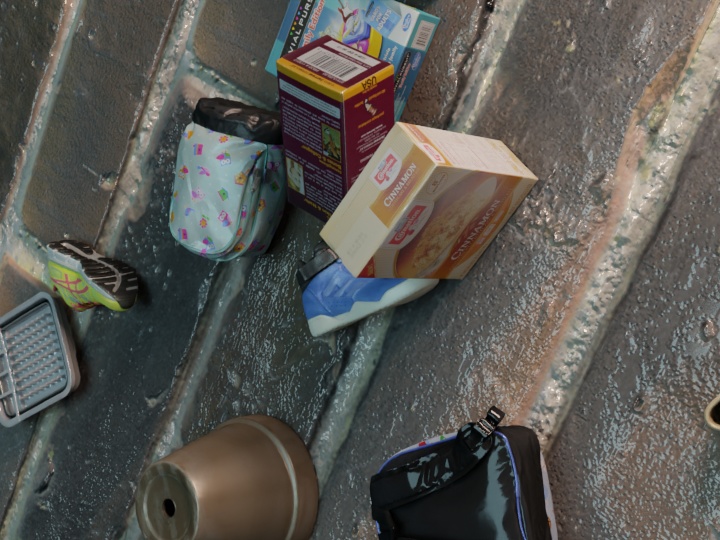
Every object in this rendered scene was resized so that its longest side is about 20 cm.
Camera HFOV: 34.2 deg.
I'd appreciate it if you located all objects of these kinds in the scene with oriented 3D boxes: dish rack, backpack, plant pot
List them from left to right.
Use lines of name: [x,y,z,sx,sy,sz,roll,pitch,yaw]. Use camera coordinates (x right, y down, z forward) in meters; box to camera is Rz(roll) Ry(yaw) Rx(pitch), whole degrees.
dish rack: [-0.510,0.140,1.829,0.200,0.043,0.172,-28,72,35]
plant pot: [-0.182,0.288,1.482,0.200,0.173,0.201,-2,87,38]
backpack: [-0.167,-0.113,1.506,0.167,0.126,0.201,21,105,34]
backpack: [0.111,0.259,1.262,0.190,0.154,0.201,-14,75,30]

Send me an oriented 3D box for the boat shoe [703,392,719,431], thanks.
boat shoe: [0.413,0.107,1.075,0.200,0.065,0.072,-27,73,35]

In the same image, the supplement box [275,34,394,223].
supplement box: [-0.026,-0.155,1.363,0.110,0.086,0.200,32,140,34]

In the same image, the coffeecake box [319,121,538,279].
coffeecake box: [0.076,-0.069,1.262,0.073,0.200,0.154,50,118,28]

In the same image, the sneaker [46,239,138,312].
sneaker: [-0.395,0.026,1.728,0.200,0.078,0.091,29,115,41]

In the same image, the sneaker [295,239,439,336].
sneaker: [-0.001,0.000,1.401,0.200,0.077,0.112,-24,84,43]

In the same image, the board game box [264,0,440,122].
board game box: [-0.015,-0.276,1.437,0.200,0.047,0.151,34,109,34]
